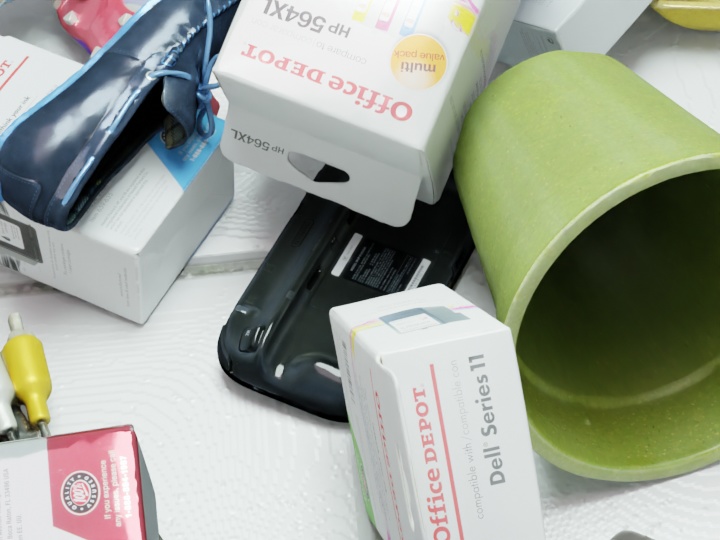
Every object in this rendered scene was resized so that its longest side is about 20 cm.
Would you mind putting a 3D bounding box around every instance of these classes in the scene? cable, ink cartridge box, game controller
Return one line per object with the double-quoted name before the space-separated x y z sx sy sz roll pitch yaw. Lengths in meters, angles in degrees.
"cable" -0.180 0.107 1.119 0.097 0.050 0.200 -27 52 -21
"ink cartridge box" -0.197 0.168 1.029 0.199 0.083 0.146 -8 62 -2
"ink cartridge box" 0.010 -0.138 1.179 0.128 0.125 0.201 20 81 9
"ink cartridge box" -0.187 -0.063 1.247 0.199 0.067 0.116 22 54 16
"game controller" 0.000 0.000 1.213 0.104 0.042 0.200 26 55 7
"ink cartridge box" 0.039 0.080 1.016 0.067 0.118 0.200 -11 9 -7

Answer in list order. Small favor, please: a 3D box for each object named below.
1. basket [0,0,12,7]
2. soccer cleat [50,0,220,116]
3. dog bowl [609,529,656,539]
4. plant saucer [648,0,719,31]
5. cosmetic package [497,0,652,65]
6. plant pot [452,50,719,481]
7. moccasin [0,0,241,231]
"basket" -0.236 -0.256 1.363 0.176 0.139 0.200 -43 28 15
"soccer cleat" -0.144 -0.153 1.344 0.067 0.076 0.200 -45 35 10
"dog bowl" 0.137 0.206 0.939 0.200 0.059 0.200 28 27 -16
"plant saucer" 0.286 -0.217 1.366 0.199 0.049 0.201 4 49 7
"cosmetic package" 0.133 -0.216 1.332 0.151 0.052 0.200 25 64 41
"plant pot" 0.136 -0.024 1.135 0.199 0.201 0.190 -16 38 -9
"moccasin" -0.119 -0.092 1.192 0.068 0.081 0.200 38 73 20
